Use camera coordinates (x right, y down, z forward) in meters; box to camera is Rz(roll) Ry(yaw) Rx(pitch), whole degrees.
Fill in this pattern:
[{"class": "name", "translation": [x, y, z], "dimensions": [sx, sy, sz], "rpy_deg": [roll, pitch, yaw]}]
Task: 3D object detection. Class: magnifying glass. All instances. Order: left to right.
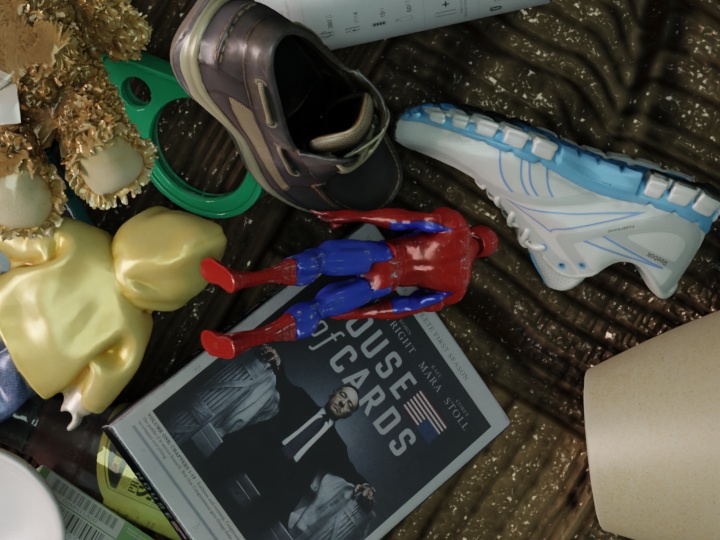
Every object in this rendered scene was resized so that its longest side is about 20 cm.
[{"class": "magnifying glass", "translation": [-0.131, -0.109, 1.098], "dimensions": [0.200, 0.022, 0.080], "rpy_deg": [42, 127, -2]}]

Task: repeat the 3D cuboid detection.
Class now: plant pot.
[{"class": "plant pot", "translation": [0.230, 0.093, 1.087], "dimensions": [0.198, 0.187, 0.189], "rpy_deg": [-7, 98, 11]}]

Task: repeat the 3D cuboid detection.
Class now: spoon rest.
[{"class": "spoon rest", "translation": [-0.213, 0.178, 1.050], "dimensions": [0.099, 0.061, 0.201], "rpy_deg": [14, 121, 3]}]

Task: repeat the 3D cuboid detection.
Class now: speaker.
[{"class": "speaker", "translation": [0.003, -0.167, 1.079], "dimensions": [0.199, 0.081, 0.082], "rpy_deg": [-13, 98, -1]}]

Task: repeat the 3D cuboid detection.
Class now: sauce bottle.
[{"class": "sauce bottle", "translation": [-0.134, 0.112, 1.115], "dimensions": [0.199, 0.066, 0.066], "rpy_deg": [22, 96, -7]}]

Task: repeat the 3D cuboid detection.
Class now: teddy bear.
[{"class": "teddy bear", "translation": [-0.182, -0.114, 1.030], "dimensions": [0.145, 0.067, 0.200], "rpy_deg": [-39, 82, 3]}]

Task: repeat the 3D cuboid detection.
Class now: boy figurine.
[{"class": "boy figurine", "translation": [-0.166, 0.019, 1.052], "dimensions": [0.199, 0.064, 0.125], "rpy_deg": [-32, 94, 0]}]

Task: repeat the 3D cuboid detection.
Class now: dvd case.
[{"class": "dvd case", "translation": [-0.026, 0.088, 1.098], "dimensions": [0.200, 0.025, 0.151], "rpy_deg": [-39, 99, -22]}]

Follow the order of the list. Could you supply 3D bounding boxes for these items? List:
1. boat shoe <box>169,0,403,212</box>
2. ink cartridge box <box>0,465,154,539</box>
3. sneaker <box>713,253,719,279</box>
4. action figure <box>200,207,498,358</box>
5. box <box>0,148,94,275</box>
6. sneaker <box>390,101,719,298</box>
[{"class": "boat shoe", "translation": [-0.026, -0.077, 1.041], "dimensions": [0.073, 0.200, 0.075], "rpy_deg": [24, 81, 37]}, {"class": "ink cartridge box", "translation": [-0.179, 0.226, 1.130], "dimensions": [0.145, 0.048, 0.200], "rpy_deg": [35, 123, -7]}, {"class": "sneaker", "translation": [0.274, -0.079, 1.113], "dimensions": [0.090, 0.066, 0.201], "rpy_deg": [13, 100, -7]}, {"class": "action figure", "translation": [0.000, 0.000, 1.076], "dimensions": [0.199, 0.052, 0.066], "rpy_deg": [-12, 109, -34]}, {"class": "box", "translation": [-0.215, -0.049, 1.098], "dimensions": [0.082, 0.049, 0.201], "rpy_deg": [-30, 97, 1]}, {"class": "sneaker", "translation": [0.106, -0.036, 1.107], "dimensions": [0.199, 0.075, 0.087], "rpy_deg": [19, 102, -5]}]
